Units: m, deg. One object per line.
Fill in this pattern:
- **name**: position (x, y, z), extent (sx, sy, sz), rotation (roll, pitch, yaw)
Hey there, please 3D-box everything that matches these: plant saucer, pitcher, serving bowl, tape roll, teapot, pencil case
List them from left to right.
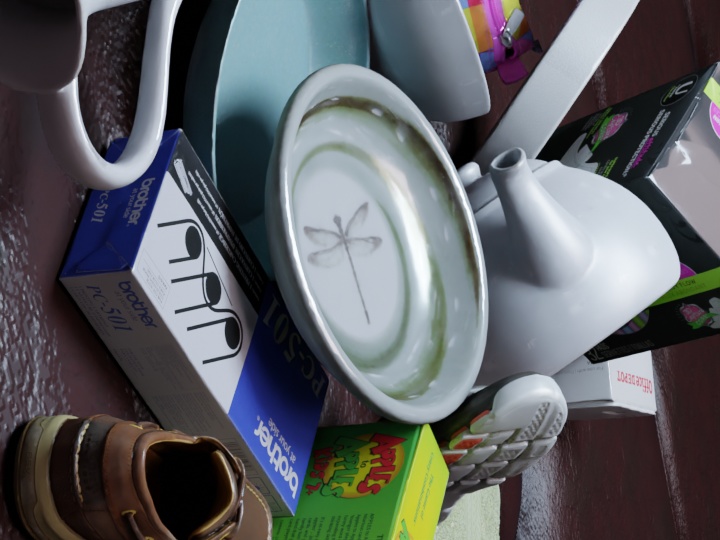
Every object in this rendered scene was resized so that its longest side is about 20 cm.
- **pitcher**: position (-0.111, -0.151, 0.866), extent (0.200, 0.120, 0.172), rotation (-58, 135, -45)
- **plant saucer**: position (-0.049, -0.096, 1.056), extent (0.200, 0.036, 0.202), rotation (10, 90, -69)
- **plant saucer**: position (-0.001, -0.010, 1.047), extent (0.200, 0.050, 0.202), rotation (31, 51, -47)
- **serving bowl**: position (0.013, -0.179, 1.194), extent (0.200, 0.065, 0.201), rotation (157, -90, -89)
- **pencil case**: position (0.070, -0.234, 1.370), extent (0.088, 0.088, 0.201), rotation (-52, 128, -60)
- **teapot**: position (0.105, -0.006, 1.275), extent (0.147, 0.200, 0.197), rotation (54, 35, 4)
- **tape roll**: position (0.137, -0.131, 1.399), extent (0.037, 0.203, 0.203), rotation (34, 30, 1)

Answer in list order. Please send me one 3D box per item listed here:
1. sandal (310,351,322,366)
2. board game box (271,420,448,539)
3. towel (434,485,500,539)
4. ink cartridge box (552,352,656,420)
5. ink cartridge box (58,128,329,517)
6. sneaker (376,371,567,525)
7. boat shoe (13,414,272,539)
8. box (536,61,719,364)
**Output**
- **sandal**: position (0.001, 0.000, 1.146), extent (0.200, 0.075, 0.048), rotation (-46, 129, -62)
- **board game box**: position (-0.024, 0.168, 1.001), extent (0.201, 0.101, 0.048), rotation (-72, 148, -46)
- **towel**: position (0.060, 0.191, 1.286), extent (0.148, 0.036, 0.201), rotation (48, 40, -53)
- **ink cartridge box**: position (0.181, 0.019, 1.573), extent (0.146, 0.082, 0.202), rotation (19, 66, -66)
- **ink cartridge box**: position (-0.079, 0.033, 0.981), extent (0.201, 0.044, 0.094), rotation (62, 32, -42)
- **sneaker**: position (0.044, 0.092, 1.130), extent (0.077, 0.200, 0.082), rotation (5, 61, -33)
- **boat shoe**: position (-0.086, 0.114, 0.909), extent (0.200, 0.067, 0.073), rotation (37, 50, -61)
- **box**: position (0.215, -0.037, 1.400), extent (0.149, 0.200, 0.125), rotation (45, 59, -16)
